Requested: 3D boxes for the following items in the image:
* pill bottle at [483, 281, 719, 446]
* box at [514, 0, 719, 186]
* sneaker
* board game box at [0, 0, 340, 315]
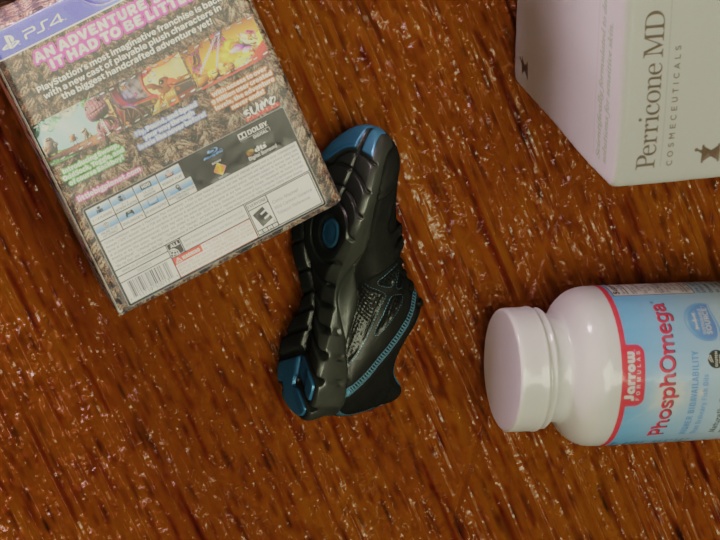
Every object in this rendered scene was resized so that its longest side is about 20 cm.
[{"bbox_3d":[0.190,0.063,1.843,0.199,0.109,0.109,-3,106,-16],"label":"pill bottle"},{"bbox_3d":[0.206,-0.186,1.719,0.170,0.200,0.200,-6,117,-14],"label":"box"},{"bbox_3d":[0.000,0.000,1.801,0.082,0.073,0.201,0,111,-33],"label":"sneaker"},{"bbox_3d":[-0.131,-0.104,1.710,0.159,0.097,0.201,-27,110,-8],"label":"board game box"}]
